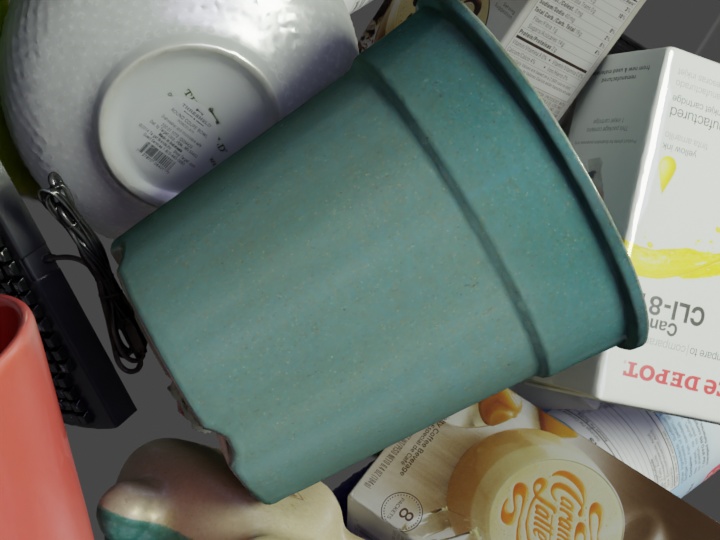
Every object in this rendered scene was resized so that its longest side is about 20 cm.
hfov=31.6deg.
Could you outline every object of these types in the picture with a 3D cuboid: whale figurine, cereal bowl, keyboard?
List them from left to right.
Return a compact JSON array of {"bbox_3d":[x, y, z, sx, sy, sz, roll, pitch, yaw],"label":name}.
[{"bbox_3d":[-0.169,-0.002,0.637,0.021,0.127,0.200,-49,123,-44],"label":"keyboard"},{"bbox_3d":[-0.092,-0.092,0.677,0.200,0.083,0.200,-6,121,-10],"label":"cereal bowl"},{"bbox_3d":[-0.064,0.156,0.658,0.159,0.200,0.104,19,89,-22],"label":"whale figurine"}]

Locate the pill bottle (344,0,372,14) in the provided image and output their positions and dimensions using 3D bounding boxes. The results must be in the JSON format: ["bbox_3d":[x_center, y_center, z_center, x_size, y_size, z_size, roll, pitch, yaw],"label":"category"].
[{"bbox_3d":[-0.021,-0.214,0.779,0.200,0.113,0.113,-37,104,-30],"label":"pill bottle"}]

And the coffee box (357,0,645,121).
[{"bbox_3d":[0.074,-0.140,0.755,0.080,0.113,0.200,16,116,-41],"label":"coffee box"}]

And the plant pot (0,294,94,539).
[{"bbox_3d":[-0.211,0.132,0.586,0.200,0.200,0.177,-31,112,-31],"label":"plant pot"}]

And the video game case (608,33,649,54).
[{"bbox_3d":[0.246,-0.094,0.910,0.026,0.181,0.200,-45,113,10],"label":"video game case"}]

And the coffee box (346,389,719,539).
[{"bbox_3d":[0.104,0.155,0.720,0.200,0.080,0.114,32,62,17],"label":"coffee box"}]

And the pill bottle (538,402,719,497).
[{"bbox_3d":[0.153,0.131,0.857,0.200,0.109,0.109,-27,99,-31],"label":"pill bottle"}]

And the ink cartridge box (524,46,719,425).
[{"bbox_3d":[0.191,-0.014,0.749,0.145,0.083,0.200,13,88,-26],"label":"ink cartridge box"}]

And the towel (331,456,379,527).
[{"bbox_3d":[-0.011,0.225,0.777,0.200,0.050,0.148,-37,105,-30],"label":"towel"}]

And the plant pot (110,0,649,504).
[{"bbox_3d":[0.000,0.000,0.613,0.196,0.200,0.200,-30,103,-3],"label":"plant pot"}]

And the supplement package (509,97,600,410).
[{"bbox_3d":[0.119,-0.022,0.844,0.121,0.120,0.200,40,66,-23],"label":"supplement package"}]

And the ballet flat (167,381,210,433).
[{"bbox_3d":[-0.046,0.010,0.770,0.076,0.064,0.200,33,68,-25],"label":"ballet flat"}]
